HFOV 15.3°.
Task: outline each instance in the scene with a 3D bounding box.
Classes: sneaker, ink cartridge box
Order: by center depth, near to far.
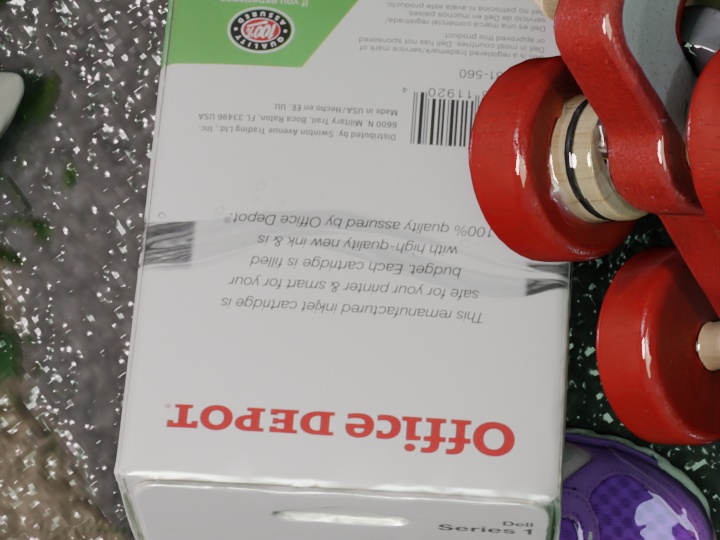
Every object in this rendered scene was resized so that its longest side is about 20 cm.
[{"bbox_3d":[0.000,0.000,0.923,0.146,0.084,0.200,4,64,3],"label":"ink cartridge box"},{"bbox_3d":[0.030,0.093,0.973,0.200,0.088,0.081,11,94,1],"label":"sneaker"}]

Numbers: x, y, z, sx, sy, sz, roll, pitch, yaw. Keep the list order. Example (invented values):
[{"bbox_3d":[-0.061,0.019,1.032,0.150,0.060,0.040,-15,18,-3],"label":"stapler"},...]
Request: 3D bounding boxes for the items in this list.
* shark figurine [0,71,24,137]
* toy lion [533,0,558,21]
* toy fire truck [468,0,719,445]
[{"bbox_3d":[-0.188,0.032,0.966,0.128,0.090,0.215,-3,80,8],"label":"shark figurine"},{"bbox_3d":[0.134,-0.162,0.888,0.069,0.191,0.200,53,135,30],"label":"toy lion"},{"bbox_3d":[0.139,-0.044,0.865,0.200,0.112,0.168,55,53,-27],"label":"toy fire truck"}]
